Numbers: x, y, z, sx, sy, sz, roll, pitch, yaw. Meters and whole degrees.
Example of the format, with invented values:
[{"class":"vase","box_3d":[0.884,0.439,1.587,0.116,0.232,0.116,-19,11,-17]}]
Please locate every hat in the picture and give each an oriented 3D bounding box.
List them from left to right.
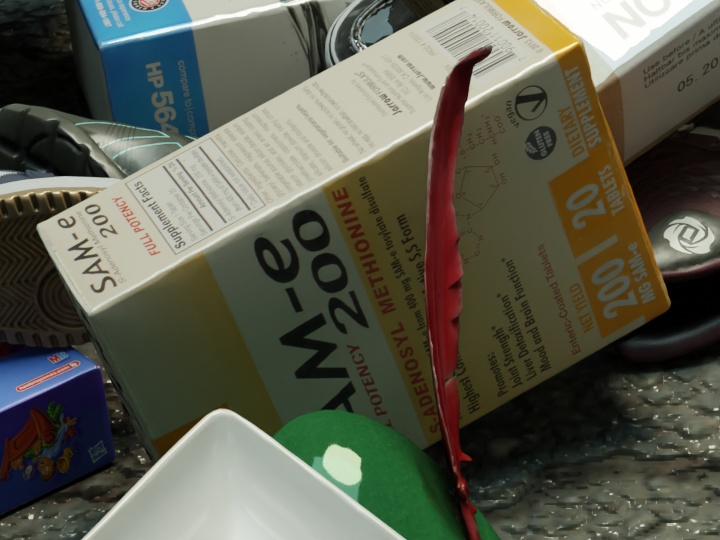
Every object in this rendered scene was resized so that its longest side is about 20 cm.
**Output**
[{"class":"hat","box_3d":[-0.005,0.063,0.793,0.164,0.177,0.200,-11,30,-8]}]

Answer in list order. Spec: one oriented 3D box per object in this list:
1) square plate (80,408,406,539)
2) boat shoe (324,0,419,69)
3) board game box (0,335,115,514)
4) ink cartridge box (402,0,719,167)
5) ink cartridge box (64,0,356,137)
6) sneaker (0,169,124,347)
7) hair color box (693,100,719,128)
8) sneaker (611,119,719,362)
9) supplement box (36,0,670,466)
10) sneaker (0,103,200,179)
[{"class":"square plate","box_3d":[-0.025,0.158,0.705,0.198,0.029,0.200,35,52,14]},{"class":"boat shoe","box_3d":[0.076,-0.123,1.091,0.198,0.068,0.072,-12,71,8]},{"class":"board game box","box_3d":[-0.214,0.067,0.961,0.199,0.045,0.134,-24,35,-28]},{"class":"ink cartridge box","box_3d":[0.116,-0.154,1.021,0.199,0.075,0.165,-35,63,-12]},{"class":"ink cartridge box","box_3d":[-0.037,-0.122,1.210,0.198,0.085,0.146,-12,29,-9]},{"class":"sneaker","box_3d":[-0.161,-0.019,0.982,0.198,0.071,0.109,-11,32,-2]},{"class":"hair color box","box_3d":[0.214,-0.108,1.163,0.100,0.061,0.200,19,39,38]},{"class":"sneaker","box_3d":[0.092,-0.021,1.027,0.199,0.076,0.116,13,38,29]},{"class":"supplement box","box_3d":[0.000,0.000,0.910,0.199,0.127,0.074,-29,34,-8]},{"class":"sneaker","box_3d":[-0.083,-0.023,1.084,0.199,0.076,0.079,25,28,32]}]
